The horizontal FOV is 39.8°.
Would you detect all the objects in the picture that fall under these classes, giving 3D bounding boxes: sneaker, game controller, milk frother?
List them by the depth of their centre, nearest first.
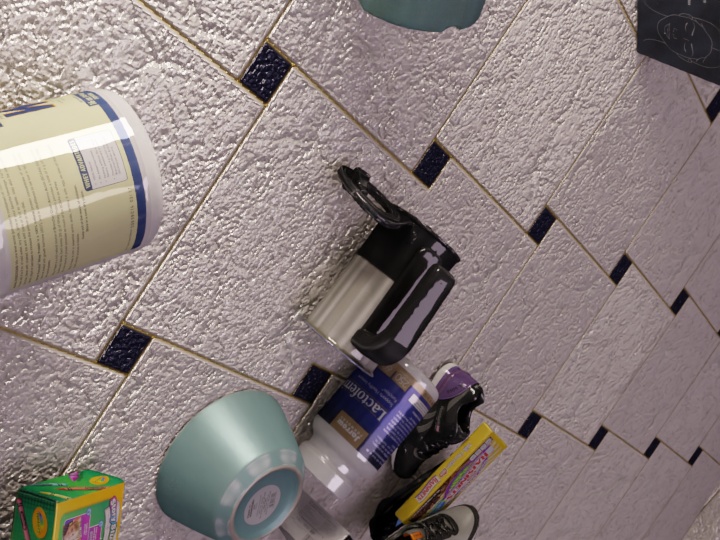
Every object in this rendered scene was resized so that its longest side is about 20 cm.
[{"bbox_3d":[0.000,0.000,1.217,0.199,0.180,0.189,38,87,-10],"label":"milk frother"},{"bbox_3d":[0.105,0.417,1.539,0.198,0.074,0.080,-23,140,-26],"label":"sneaker"},{"bbox_3d":[0.120,0.250,1.550,0.075,0.087,0.202,15,106,-51],"label":"sneaker"},{"bbox_3d":[0.096,0.369,1.629,0.198,0.042,0.105,-27,154,-33],"label":"game controller"}]

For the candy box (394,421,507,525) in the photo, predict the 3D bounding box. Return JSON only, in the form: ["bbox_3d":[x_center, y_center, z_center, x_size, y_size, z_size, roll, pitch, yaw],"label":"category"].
[{"bbox_3d":[0.146,0.330,1.577,0.200,0.026,0.102,-46,150,0],"label":"candy box"}]

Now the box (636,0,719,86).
[{"bbox_3d":[0.503,-0.384,1.400,0.123,0.196,0.202,-38,141,-19],"label":"box"}]

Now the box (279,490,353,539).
[{"bbox_3d":[-0.048,0.422,1.477,0.060,0.116,0.201,-41,140,-19],"label":"box"}]

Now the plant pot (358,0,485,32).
[{"bbox_3d":[0.072,-0.355,0.969,0.198,0.200,0.198,-21,139,-36],"label":"plant pot"}]

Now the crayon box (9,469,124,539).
[{"bbox_3d":[-0.322,0.329,1.074,0.118,0.057,0.204,2,96,-68],"label":"crayon box"}]

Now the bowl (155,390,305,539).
[{"bbox_3d":[-0.146,0.264,1.257,0.199,0.105,0.203,-28,135,-32],"label":"bowl"}]

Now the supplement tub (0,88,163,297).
[{"bbox_3d":[-0.281,-0.061,0.830,0.198,0.144,0.147,-22,132,-35],"label":"supplement tub"}]

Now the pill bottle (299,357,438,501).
[{"bbox_3d":[0.006,0.209,1.372,0.200,0.115,0.116,-49,143,-9],"label":"pill bottle"}]
